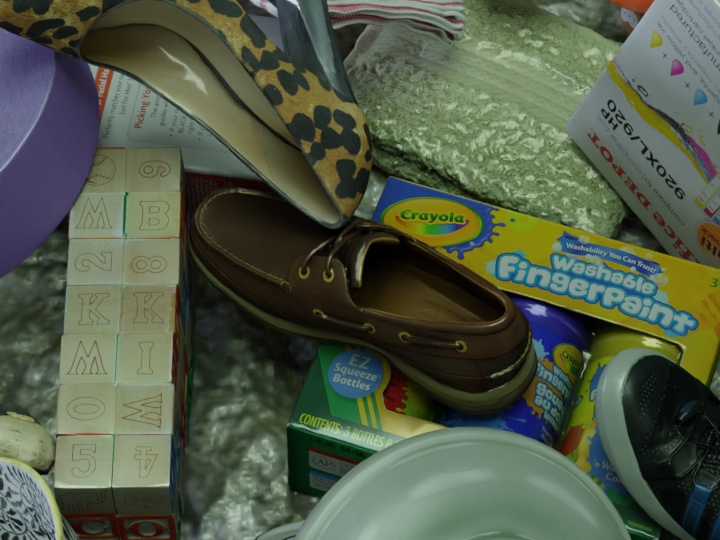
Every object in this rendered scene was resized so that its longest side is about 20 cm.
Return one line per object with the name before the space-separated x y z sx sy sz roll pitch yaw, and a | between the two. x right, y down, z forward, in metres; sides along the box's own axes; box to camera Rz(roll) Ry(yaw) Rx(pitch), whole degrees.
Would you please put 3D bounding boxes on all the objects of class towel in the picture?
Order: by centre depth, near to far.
towel | -0.052 -0.173 1.325 0.200 0.030 0.146 28 21 38
towel | 0.085 -0.097 1.339 0.199 0.037 0.149 27 61 17

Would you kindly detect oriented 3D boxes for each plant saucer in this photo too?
plant saucer | 0.055 0.176 1.079 0.199 0.050 0.202 -1 94 -23

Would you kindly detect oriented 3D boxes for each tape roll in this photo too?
tape roll | -0.239 -0.077 1.196 0.199 0.066 0.201 -8 58 13

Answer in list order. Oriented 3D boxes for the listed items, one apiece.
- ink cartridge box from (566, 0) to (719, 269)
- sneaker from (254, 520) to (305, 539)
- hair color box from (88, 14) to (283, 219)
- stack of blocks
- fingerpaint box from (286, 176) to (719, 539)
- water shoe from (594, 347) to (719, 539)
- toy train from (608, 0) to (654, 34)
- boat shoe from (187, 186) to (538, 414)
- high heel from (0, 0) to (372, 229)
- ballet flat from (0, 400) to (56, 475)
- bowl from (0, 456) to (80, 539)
ink cartridge box | 0.230 -0.097 1.222 0.144 0.200 0.147 -35 81 -22
sneaker | 0.038 0.150 1.146 0.199 0.073 0.071 9 14 -19
hair color box | -0.129 -0.089 1.276 0.199 0.064 0.111 8 59 4
stack of blocks | -0.120 0.050 1.194 0.058 0.115 0.201 -1 57 0
fingerpaint box | 0.081 0.058 1.213 0.199 0.074 0.167 17 58 11
water shoe | 0.196 0.111 1.121 0.200 0.079 0.072 51 51 -15
toy train | 0.107 -0.191 1.377 0.150 0.056 0.200 2 30 -42
boat shoe | 0.000 0.001 1.170 0.199 0.068 0.072 25 61 20
high heel | -0.087 -0.087 1.130 0.199 0.071 0.143 -1 64 -29
ballet flat | -0.215 0.056 1.182 0.200 0.066 0.057 27 88 47
bowl | -0.177 0.198 1.089 0.200 0.094 0.202 -29 42 30
